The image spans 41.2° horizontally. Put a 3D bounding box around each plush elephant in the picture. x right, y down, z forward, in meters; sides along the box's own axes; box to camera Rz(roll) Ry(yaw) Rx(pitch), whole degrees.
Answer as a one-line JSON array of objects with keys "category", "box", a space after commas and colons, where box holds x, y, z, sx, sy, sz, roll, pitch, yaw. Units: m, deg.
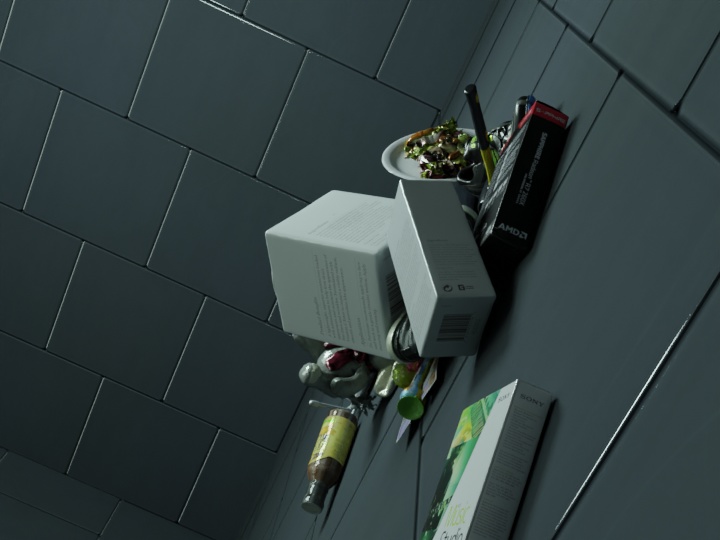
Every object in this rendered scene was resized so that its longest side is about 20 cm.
[{"category": "plush elephant", "box": [0.001, 0.143, 1.616, 0.155, 0.200, 0.165, -42, 24, 15]}]

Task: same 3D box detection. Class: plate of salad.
[{"category": "plate of salad", "box": [0.132, -0.192, 1.507, 0.200, 0.199, 0.048, -71, -21, -56]}]

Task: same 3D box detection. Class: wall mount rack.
[{"category": "wall mount rack", "box": [-0.022, 0.208, 1.853, 0.201, 0.074, 0.174, -66, -11, 5]}]

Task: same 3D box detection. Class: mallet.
[{"category": "mallet", "box": [0.166, -0.162, 1.252, 0.066, 0.041, 0.201, -60, -36, -43]}]

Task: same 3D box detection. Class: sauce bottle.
[{"category": "sauce bottle", "box": [-0.059, 0.347, 1.747, 0.065, 0.064, 0.200, 118, 174, -48]}]

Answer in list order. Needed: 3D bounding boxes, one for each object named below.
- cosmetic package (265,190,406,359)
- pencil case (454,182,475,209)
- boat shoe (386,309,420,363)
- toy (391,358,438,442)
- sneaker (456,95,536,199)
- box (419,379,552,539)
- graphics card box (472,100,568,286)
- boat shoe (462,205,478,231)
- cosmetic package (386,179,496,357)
[{"category": "cosmetic package", "box": [0.000, 0.000, 1.353, 0.165, 0.199, 0.166, -36, -52, -44]}, {"category": "pencil case", "box": [0.155, -0.126, 1.583, 0.091, 0.083, 0.200, 97, -171, -45]}, {"category": "boat shoe", "box": [0.106, 0.033, 1.256, 0.200, 0.075, 0.066, -54, 20, -24]}, {"category": "toy", "box": [0.073, 0.135, 1.321, 0.115, 0.047, 0.200, -62, 5, 25]}, {"category": "sneaker", "box": [0.189, -0.167, 1.330, 0.200, 0.082, 0.071, 120, 173, -55]}, {"category": "box", "box": [0.088, 0.197, 0.783, 0.144, 0.036, 0.201, 124, 171, -68]}, {"category": "graphics card box", "box": [0.184, -0.089, 1.152, 0.126, 0.051, 0.201, 120, 174, -62]}, {"category": "boat shoe", "box": [0.116, -0.017, 1.489, 0.199, 0.074, 0.066, -49, 3, 46]}, {"category": "cosmetic package", "box": [0.090, -0.006, 1.123, 0.102, 0.071, 0.201, 102, 161, -44]}]
